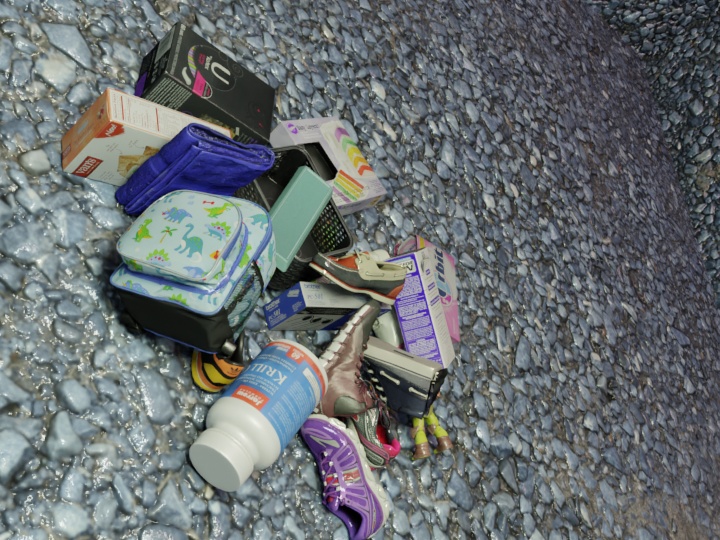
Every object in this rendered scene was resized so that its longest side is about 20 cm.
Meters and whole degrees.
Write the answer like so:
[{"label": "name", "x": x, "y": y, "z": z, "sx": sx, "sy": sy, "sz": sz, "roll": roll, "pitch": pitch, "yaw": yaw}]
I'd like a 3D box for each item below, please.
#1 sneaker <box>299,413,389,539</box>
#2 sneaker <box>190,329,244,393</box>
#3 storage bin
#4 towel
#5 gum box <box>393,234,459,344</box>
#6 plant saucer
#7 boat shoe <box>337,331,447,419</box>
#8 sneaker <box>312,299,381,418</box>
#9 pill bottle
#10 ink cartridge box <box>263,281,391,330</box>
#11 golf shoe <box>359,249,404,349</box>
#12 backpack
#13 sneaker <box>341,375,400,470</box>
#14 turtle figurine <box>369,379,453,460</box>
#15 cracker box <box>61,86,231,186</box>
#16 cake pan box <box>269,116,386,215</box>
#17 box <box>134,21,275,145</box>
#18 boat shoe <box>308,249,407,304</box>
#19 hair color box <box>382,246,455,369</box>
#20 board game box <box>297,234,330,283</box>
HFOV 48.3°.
[{"label": "sneaker", "x": -0.029, "y": 0.302, "z": 1.172, "sx": 0.083, "sy": 0.080, "sz": 0.202, "roll": -33, "pitch": 92, "yaw": -46}, {"label": "sneaker", "x": -0.192, "y": 0.064, "z": 1.125, "sx": 0.069, "sy": 0.090, "sz": 0.203, "roll": 17, "pitch": 54, "yaw": -42}, {"label": "storage bin", "x": -0.118, "y": -0.087, "z": 1.284, "sx": 0.134, "sy": 0.094, "sz": 0.202, "roll": -16, "pitch": 73, "yaw": -44}, {"label": "towel", "x": -0.230, "y": -0.123, "z": 1.116, "sx": 0.146, "sy": 0.199, "sz": 0.050, "roll": 13, "pitch": 59, "yaw": -43}, {"label": "gum box", "x": 0.125, "y": 0.038, "z": 1.533, "sx": 0.113, "sy": 0.066, "sz": 0.202, "roll": 30, "pitch": 46, "yaw": -35}, {"label": "plant saucer", "x": -0.100, "y": -0.085, "z": 1.219, "sx": 0.070, "sy": 0.019, "sz": 0.201, "roll": 38, "pitch": 46, "yaw": -11}, {"label": "boat shoe", "x": 0.038, "y": 0.170, "z": 1.307, "sx": 0.074, "sy": 0.198, "sz": 0.094, "roll": -1, "pitch": 109, "yaw": -64}, {"label": "sneaker", "x": -0.006, "y": 0.151, "z": 1.228, "sx": 0.115, "sy": 0.076, "sz": 0.201, "roll": 39, "pitch": 77, "yaw": 3}, {"label": "pill bottle", "x": -0.136, "y": 0.194, "z": 1.079, "sx": 0.113, "sy": 0.112, "sz": 0.200, "roll": 51, "pitch": 44, "yaw": -11}, {"label": "ink cartridge box", "x": -0.050, "y": 0.059, "z": 1.292, "sx": 0.199, "sy": 0.094, "sz": 0.045, "roll": 5, "pitch": 62, "yaw": -48}, {"label": "golf shoe", "x": 0.022, "y": 0.058, "z": 1.410, "sx": 0.090, "sy": 0.075, "sz": 0.203, "roll": 2, "pitch": 62, "yaw": -31}, {"label": "backpack", "x": -0.207, "y": -0.017, "z": 1.053, "sx": 0.148, "sy": 0.181, "sz": 0.201, "roll": 87, "pitch": 24, "yaw": -43}, {"label": "sneaker", "x": 0.003, "y": 0.210, "z": 1.271, "sx": 0.080, "sy": 0.074, "sz": 0.202, "roll": -14, "pitch": 77, "yaw": -52}, {"label": "turtle figurine", "x": 0.108, "y": 0.235, "z": 1.385, "sx": 0.199, "sy": 0.064, "sz": 0.163, "roll": -3, "pitch": 68, "yaw": -50}, {"label": "cracker box", "x": -0.295, "y": -0.168, "z": 1.124, "sx": 0.198, "sy": 0.133, "sz": 0.058, "roll": 13, "pitch": 56, "yaw": -43}, {"label": "cake pan box", "x": -0.060, "y": -0.190, "z": 1.459, "sx": 0.185, "sy": 0.052, "sz": 0.199, "roll": 56, "pitch": 32, "yaw": 10}, {"label": "box", "x": -0.244, "y": -0.272, "z": 1.276, "sx": 0.199, "sy": 0.105, "sz": 0.124, "roll": 30, "pitch": 46, "yaw": -35}, {"label": "boat shoe", "x": 0.000, "y": 0.000, "z": 1.237, "sx": 0.199, "sy": 0.063, "sz": 0.071, "roll": 20, "pitch": 12, "yaw": -47}, {"label": "hair color box", "x": 0.102, "y": 0.068, "z": 1.368, "sx": 0.109, "sy": 0.064, "sz": 0.203, "roll": -20, "pitch": 97, "yaw": -73}, {"label": "board game box", "x": -0.086, "y": -0.047, "z": 1.376, "sx": 0.095, "sy": 0.030, "sz": 0.202, "roll": 32, "pitch": 48, "yaw": -30}]
